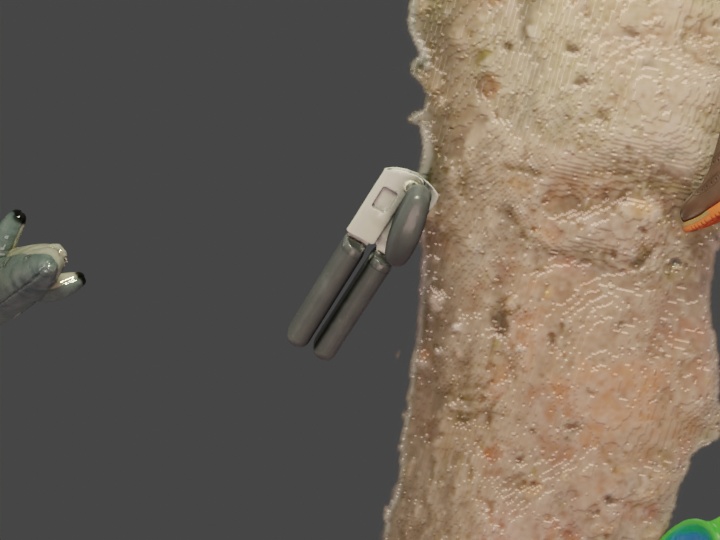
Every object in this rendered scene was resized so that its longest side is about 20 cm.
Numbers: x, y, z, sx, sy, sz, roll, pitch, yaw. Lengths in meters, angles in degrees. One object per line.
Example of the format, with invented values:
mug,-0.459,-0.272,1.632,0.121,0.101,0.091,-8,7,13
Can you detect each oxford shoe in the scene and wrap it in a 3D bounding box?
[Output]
oxford shoe,0.320,-0.103,1.724,0.073,0.071,0.200,55,133,13

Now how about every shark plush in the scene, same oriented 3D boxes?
shark plush,-0.334,0.026,1.824,0.199,0.083,0.091,-24,115,15

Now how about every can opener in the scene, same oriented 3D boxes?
can opener,0.000,0.000,1.799,0.053,0.067,0.200,27,116,-10

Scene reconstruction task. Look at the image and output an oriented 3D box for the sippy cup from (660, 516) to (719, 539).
sippy cup,0.338,0.310,1.919,0.130,0.140,0.178,22,143,-20
